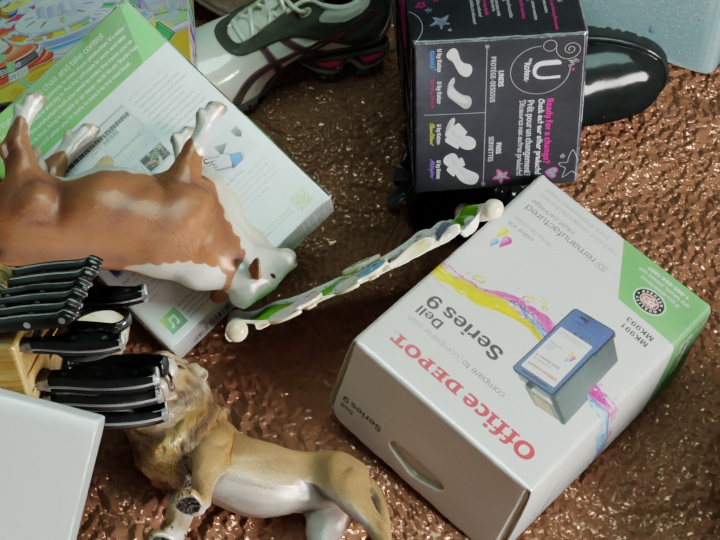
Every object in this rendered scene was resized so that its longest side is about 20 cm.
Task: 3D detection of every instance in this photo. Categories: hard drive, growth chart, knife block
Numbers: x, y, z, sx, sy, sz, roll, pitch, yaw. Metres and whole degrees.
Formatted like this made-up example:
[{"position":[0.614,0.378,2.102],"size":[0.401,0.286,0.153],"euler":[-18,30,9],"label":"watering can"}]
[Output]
[{"position":[-0.256,0.121,1.111],"size":[0.199,0.133,0.026],"euler":[15,4,3],"label":"hard drive"},{"position":[0.000,0.000,1.233],"size":[0.199,0.145,0.018],"euler":[-25,93,-11],"label":"growth chart"},{"position":[-0.210,0.063,1.153],"size":[0.175,0.200,0.064],"euler":[35,36,-12],"label":"knife block"}]

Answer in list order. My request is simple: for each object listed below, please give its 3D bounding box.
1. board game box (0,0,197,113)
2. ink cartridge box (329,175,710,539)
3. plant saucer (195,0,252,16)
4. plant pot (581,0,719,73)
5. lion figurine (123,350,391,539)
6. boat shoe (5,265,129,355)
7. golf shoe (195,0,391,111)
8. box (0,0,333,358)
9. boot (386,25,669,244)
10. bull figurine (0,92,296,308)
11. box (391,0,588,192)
[{"position":[-0.215,-0.163,1.369],"size":[0.199,0.034,0.135],"euler":[-9,56,2],"label":"board game box"},{"position":[0.100,0.056,1.234],"size":[0.145,0.088,0.200],"euler":[40,57,16],"label":"ink cartridge box"},{"position":[-0.066,-0.283,1.464],"size":[0.199,0.201,0.037],"euler":[-3,11,-12],"label":"plant saucer"},{"position":[0.227,-0.310,1.497],"size":[0.196,0.200,0.196],"euler":[22,49,9],"label":"plant pot"},{"position":[-0.057,0.124,1.176],"size":[0.199,0.073,0.123],"euler":[24,34,-7],"label":"lion figurine"},{"position":[-0.239,0.029,1.225],"size":[0.199,0.074,0.069],"euler":[14,26,8],"label":"boat shoe"},{"position":[-0.069,-0.173,1.406],"size":[0.199,0.088,0.077],"euler":[-21,58,-22],"label":"golf shoe"},{"position":[-0.136,-0.061,1.278],"size":[0.144,0.036,0.200],"euler":[-43,78,-9],"label":"box"},{"position":[0.120,-0.095,1.380],"size":[0.197,0.074,0.163],"euler":[3,47,2],"label":"boot"},{"position":[-0.136,-0.041,1.220],"size":[0.199,0.065,0.122],"euler":[5,67,-2],"label":"bull figurine"},{"position":[0.082,-0.167,1.313],"size":[0.114,0.133,0.201],"euler":[-3,45,-1],"label":"box"}]
